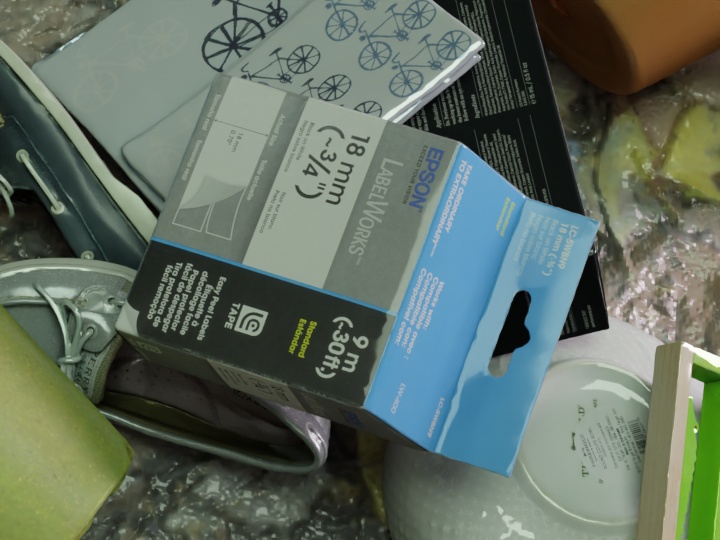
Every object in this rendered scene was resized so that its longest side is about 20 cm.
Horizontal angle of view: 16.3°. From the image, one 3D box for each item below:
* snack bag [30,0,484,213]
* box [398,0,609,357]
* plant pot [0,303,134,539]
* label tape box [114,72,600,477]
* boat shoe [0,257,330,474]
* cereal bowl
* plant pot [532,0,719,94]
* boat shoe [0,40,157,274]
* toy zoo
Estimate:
[{"bbox_3d":[-0.060,-0.115,1.365,0.189,0.021,0.200,-39,53,-7],"label":"snack bag"},{"bbox_3d":[0.043,-0.051,1.351,0.141,0.079,0.200,-12,54,3],"label":"box"},{"bbox_3d":[-0.218,0.081,1.219,0.184,0.200,0.200,41,62,-4],"label":"plant pot"},{"bbox_3d":[0.000,0.000,1.241,0.200,0.063,0.144,17,76,14],"label":"label tape box"},{"bbox_3d":[-0.109,0.052,1.303,0.202,0.074,0.065,22,24,-9],"label":"boat shoe"},{"bbox_3d":[0.114,0.105,1.333,0.200,0.083,0.200,5,62,-10],"label":"cereal bowl"},{"bbox_3d":[0.159,-0.196,1.443,0.140,0.200,0.200,-41,79,-9],"label":"plant pot"},{"bbox_3d":[-0.170,-0.052,1.347,0.062,0.075,0.200,-41,93,-6],"label":"boat shoe"},{"bbox_3d":[0.224,0.128,1.329,0.200,0.020,0.131,23,66,-35],"label":"toy zoo"}]
